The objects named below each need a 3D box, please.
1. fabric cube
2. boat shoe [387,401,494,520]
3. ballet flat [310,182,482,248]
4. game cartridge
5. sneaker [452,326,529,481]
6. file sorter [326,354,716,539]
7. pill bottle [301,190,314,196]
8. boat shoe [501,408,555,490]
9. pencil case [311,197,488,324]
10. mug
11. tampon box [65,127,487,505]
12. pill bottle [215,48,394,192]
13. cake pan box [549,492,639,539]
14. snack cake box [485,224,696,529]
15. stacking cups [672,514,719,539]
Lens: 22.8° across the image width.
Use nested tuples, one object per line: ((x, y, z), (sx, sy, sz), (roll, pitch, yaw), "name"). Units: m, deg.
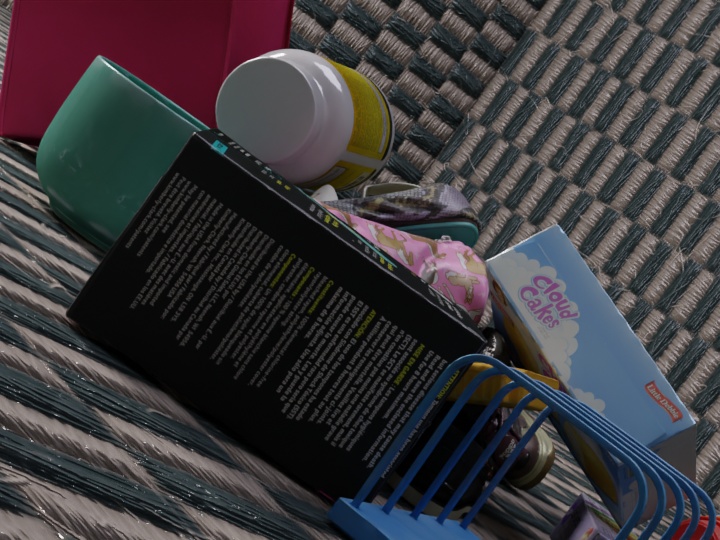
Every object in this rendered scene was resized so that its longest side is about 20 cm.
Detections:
((-0.183, -0.193, 1.592), (0.199, 0.196, 0.200), (6, -2, 11), "fabric cube")
((0.062, 0.129, 1.250), (0.074, 0.063, 0.201), (34, 2, 5), "boat shoe")
((-0.004, -0.038, 1.444), (0.200, 0.072, 0.072), (-6, 17, -15), "ballet flat")
((0.025, 0.069, 1.218), (0.200, 0.032, 0.176), (5, -5, 14), "game cartridge")
((0.103, 0.114, 1.442), (0.116, 0.076, 0.200), (43, -18, -6), "sneaker")
((0.101, 0.136, 0.993), (0.139, 0.123, 0.200), (36, 4, 24), "file sorter")
((-0.039, 0.002, 1.561), (0.200, 0.114, 0.114), (36, 3, 15), "pill bottle")
((0.109, 0.126, 1.646), (0.065, 0.073, 0.200), (39, 0, -35), "boat shoe")
((0.000, 0.000, 1.369), (0.200, 0.083, 0.087), (16, 35, -31), "pencil case")
((-0.153, -0.063, 1.344), (0.185, 0.114, 0.152), (34, 3, -27), "mug")
((-0.046, 0.026, 1.043), (0.200, 0.126, 0.150), (36, 4, -3), "tampon box")
((-0.048, -0.126, 1.504), (0.112, 0.112, 0.200), (36, 8, 13), "pill bottle")
((0.230, 0.249, 1.331), (0.184, 0.052, 0.200), (38, 3, 3), "cake pan box")
((0.171, 0.079, 1.331), (0.200, 0.067, 0.115), (59, -7, 33), "snack cake box")
((0.278, 0.216, 1.374), (0.060, 0.061, 0.200), (36, 5, 20), "stacking cups")
